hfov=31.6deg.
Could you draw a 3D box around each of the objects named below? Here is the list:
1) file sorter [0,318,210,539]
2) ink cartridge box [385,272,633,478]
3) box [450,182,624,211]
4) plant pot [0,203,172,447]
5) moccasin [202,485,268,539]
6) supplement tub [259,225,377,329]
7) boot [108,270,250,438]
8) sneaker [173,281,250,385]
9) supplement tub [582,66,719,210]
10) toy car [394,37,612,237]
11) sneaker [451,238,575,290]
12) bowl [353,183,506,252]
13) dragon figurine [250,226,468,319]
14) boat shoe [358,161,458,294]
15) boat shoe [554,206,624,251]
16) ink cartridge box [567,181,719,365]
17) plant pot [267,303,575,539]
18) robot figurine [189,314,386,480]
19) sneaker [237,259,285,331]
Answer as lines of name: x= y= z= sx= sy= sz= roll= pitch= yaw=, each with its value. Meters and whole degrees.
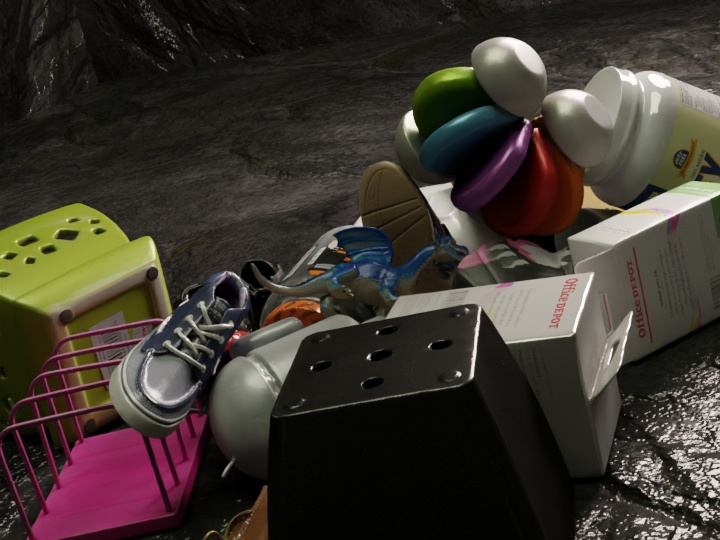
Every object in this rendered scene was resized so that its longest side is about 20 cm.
file sorter: x=-0.230 y=0.142 z=1.154 sx=0.138 sy=0.126 sz=0.200 roll=-13 pitch=18 yaw=6
ink cartridge box: x=0.122 y=0.089 z=1.030 sx=0.199 sy=0.126 sz=0.129 roll=-7 pitch=20 yaw=21
box: x=0.214 y=-0.087 z=1.512 sx=0.199 sy=0.021 sz=0.164 roll=5 pitch=20 yaw=-10
plant pot: x=-0.307 y=0.062 z=1.350 sx=0.181 sy=0.201 sz=0.199 roll=15 pitch=33 yaw=43
moccasin: x=-0.087 y=0.222 z=0.909 sx=0.077 sy=0.074 sz=0.202 roll=-2 pitch=31 yaw=12
supplement tub: x=-0.027 y=0.041 z=1.292 sx=0.122 sy=0.123 sz=0.200 roll=-8 pitch=20 yaw=20
boot: x=-0.150 y=0.063 z=1.089 sx=0.090 sy=0.073 sz=0.200 roll=-49 pitch=11 yaw=17
sneaker: x=-0.148 y=0.062 z=1.296 sx=0.071 sy=0.098 sz=0.200 roll=-20 pitch=-7 yaw=-8
supplement tub: x=0.327 y=-0.121 z=1.331 sx=0.199 sy=0.146 sz=0.145 roll=18 pitch=13 yaw=-14
toy car: x=0.134 y=-0.107 z=1.226 sx=0.175 sy=0.200 sz=0.150 roll=-38 pitch=28 yaw=38
sneaker: x=0.172 y=0.025 z=1.225 sx=0.199 sy=0.086 sz=0.081 roll=-2 pitch=50 yaw=-29
bowl: x=0.071 y=-0.046 z=1.550 sx=0.199 sy=0.075 sz=0.200 roll=-9 pitch=21 yaw=21
dragon figurine: x=0.000 y=0.000 z=1.188 sx=0.199 sy=0.059 sz=0.100 roll=6 pitch=47 yaw=-1
boat shoe: x=0.062 y=-0.019 z=1.298 sx=0.072 sy=0.201 sz=0.065 roll=-28 pitch=2 yaw=23
boat shoe: x=0.279 y=-0.024 z=1.335 sx=0.065 sy=0.075 sz=0.202 roll=-2 pitch=11 yaw=-31
ink cartridge box: x=0.265 y=0.005 z=1.175 sx=0.199 sy=0.118 sz=0.067 roll=-23 pitch=19 yaw=-25
plant pot: x=0.034 y=0.137 z=0.881 sx=0.199 sy=0.178 sz=0.200 roll=-11 pitch=20 yaw=13
robot figurine: x=-0.048 y=0.112 z=1.118 sx=0.199 sy=0.113 sz=0.170 roll=-22 pitch=51 yaw=-23
sneaker: x=-0.100 y=0.029 z=1.412 sx=0.060 sy=0.105 sz=0.200 roll=-15 pitch=18 yaw=2
